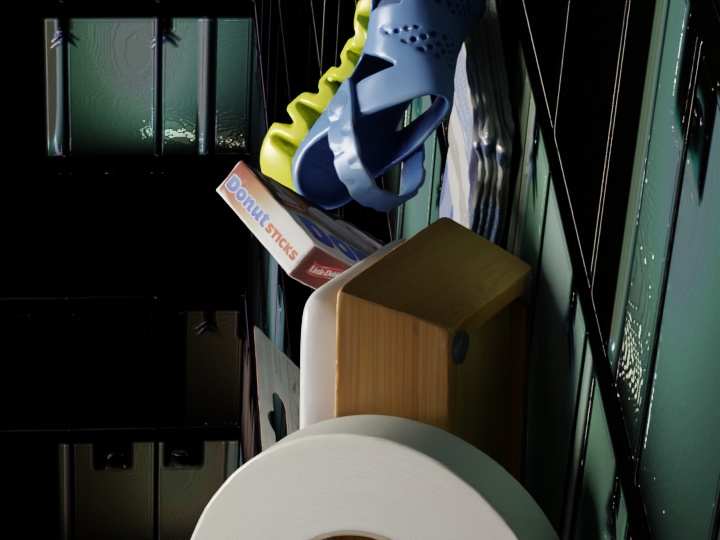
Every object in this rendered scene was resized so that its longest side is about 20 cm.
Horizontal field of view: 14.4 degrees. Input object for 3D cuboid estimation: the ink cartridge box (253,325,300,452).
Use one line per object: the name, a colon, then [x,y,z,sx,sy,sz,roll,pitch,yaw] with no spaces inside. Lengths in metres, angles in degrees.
ink cartridge box: [-0.022,0.155,1.850,0.200,0.057,0.163,41,-154,-33]

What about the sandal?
sandal: [0.028,-0.109,1.532,0.087,0.079,0.200,41,108,51]

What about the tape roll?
tape roll: [0.009,0.170,1.360,0.037,0.202,0.203,-29,-57,-62]

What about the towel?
towel: [0.062,-0.059,1.632,0.200,0.024,0.147,96,172,-50]

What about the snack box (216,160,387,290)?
snack box: [0.000,0.000,1.532,0.072,0.024,0.200,49,-169,33]

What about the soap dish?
soap dish: [0.031,0.088,1.440,0.157,0.081,0.200,-33,-53,-65]
